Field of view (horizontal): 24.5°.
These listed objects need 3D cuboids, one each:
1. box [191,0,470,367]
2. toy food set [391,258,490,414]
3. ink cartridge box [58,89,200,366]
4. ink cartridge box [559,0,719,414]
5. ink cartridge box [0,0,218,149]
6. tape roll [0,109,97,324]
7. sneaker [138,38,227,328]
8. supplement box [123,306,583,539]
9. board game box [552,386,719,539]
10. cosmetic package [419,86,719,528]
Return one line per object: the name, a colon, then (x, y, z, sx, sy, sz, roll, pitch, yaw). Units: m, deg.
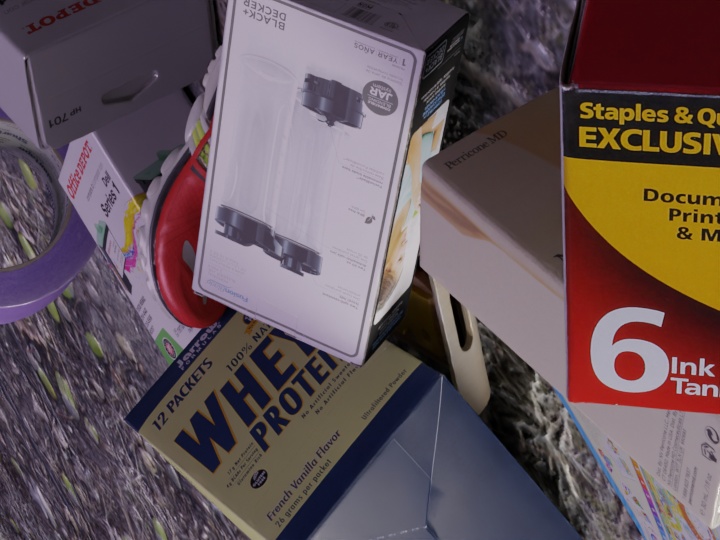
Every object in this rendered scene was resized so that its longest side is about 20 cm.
box: (-0.020, -0.060, 0.900, 0.116, 0.060, 0.202, 22, 126, 17)
toy food set: (0.000, 0.000, 1.042, 0.199, 0.060, 0.145, 31, 143, 50)
ink cartridge box: (-0.139, -0.029, 1.258, 0.201, 0.084, 0.145, 58, 157, 6)
ink cartridge box: (0.163, -0.040, 0.508, 0.198, 0.084, 0.177, 4, 132, 13)
ink cartridge box: (-0.212, -0.193, 1.138, 0.200, 0.146, 0.086, 42, 150, 34)
tape roll: (-0.328, -0.057, 1.461, 0.201, 0.199, 0.085, 59, 157, 0)
sneaker: (-0.072, -0.055, 1.007, 0.085, 0.077, 0.202, 27, 102, 44)
supplement box: (-0.003, 0.132, 1.034, 0.199, 0.134, 0.200, 28, 163, 50)
board game box: (0.188, 0.123, 0.839, 0.201, 0.034, 0.134, 59, 157, 2)
cosmetic package: (0.125, 0.008, 0.747, 0.200, 0.105, 0.072, 41, 149, 33)
